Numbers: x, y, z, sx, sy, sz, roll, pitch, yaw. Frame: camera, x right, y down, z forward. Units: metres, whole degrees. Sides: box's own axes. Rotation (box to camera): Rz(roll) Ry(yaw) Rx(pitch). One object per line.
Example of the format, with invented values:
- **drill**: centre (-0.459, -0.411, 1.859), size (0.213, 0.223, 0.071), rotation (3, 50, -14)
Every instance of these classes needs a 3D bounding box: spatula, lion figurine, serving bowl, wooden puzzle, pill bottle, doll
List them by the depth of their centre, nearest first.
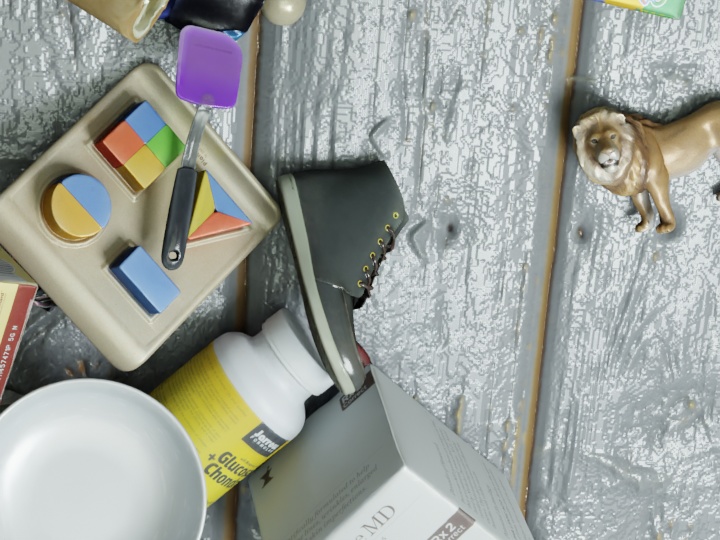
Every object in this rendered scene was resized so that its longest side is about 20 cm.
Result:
- **doll**: centre (-0.141, -0.243, 1.420), size (0.198, 0.049, 0.138), rotation (13, 108, -11)
- **spatula**: centre (-0.139, -0.099, 1.421), size (0.056, 0.021, 0.202), rotation (9, 97, -21)
- **serving bowl**: centre (-0.231, 0.192, 1.431), size (0.198, 0.066, 0.202), rotation (1, 84, -13)
- **wooden puzzle**: centre (-0.185, -0.046, 1.444), size (0.200, 0.046, 0.186), rotation (-45, 106, -16)
- **pill bottle**: centre (-0.120, 0.126, 1.517), size (0.200, 0.112, 0.112), rotation (-39, 109, 7)
- **lion figurine**: centre (0.286, -0.107, 1.520), size (0.199, 0.072, 0.124), rotation (-21, 101, -15)

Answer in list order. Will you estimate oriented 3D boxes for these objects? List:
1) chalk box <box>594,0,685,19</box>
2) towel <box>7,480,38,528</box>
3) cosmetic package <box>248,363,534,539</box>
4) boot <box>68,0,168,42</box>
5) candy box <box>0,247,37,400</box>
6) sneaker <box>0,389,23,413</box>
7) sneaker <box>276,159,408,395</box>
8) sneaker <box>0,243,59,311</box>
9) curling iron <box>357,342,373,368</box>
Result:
- **chalk box**: centre (0.214, -0.286, 1.411), size (0.198, 0.125, 0.125), rotation (12, 107, -10)
- **towel**: centre (-0.227, 0.224, 1.533), size (0.024, 0.145, 0.201), rotation (-20, 115, 35)
- **cosmetic package**: centre (0.031, 0.229, 1.525), size (0.165, 0.165, 0.200), rotation (-44, 119, 13)
- **boot**: centre (-0.255, -0.235, 1.357), size (0.199, 0.066, 0.176), rotation (30, 104, 10)
- **candy box**: centre (-0.344, 0.017, 1.406), size (0.055, 0.200, 0.116), rotation (8, 111, -41)
- **sneaker**: centre (-0.355, 0.146, 1.524), size (0.200, 0.078, 0.099), rotation (39, 124, -23)
- **sneaker**: centre (0.000, 0.000, 1.470), size (0.105, 0.075, 0.202), rotation (-13, 76, -6)
- **sneaker**: centre (-0.243, 0.007, 1.480), size (0.198, 0.075, 0.081), rotation (4, 108, -10)
- **curling iron**: centre (-0.001, 0.090, 1.557), size (0.025, 0.050, 0.201), rotation (-25, 117, 5)
